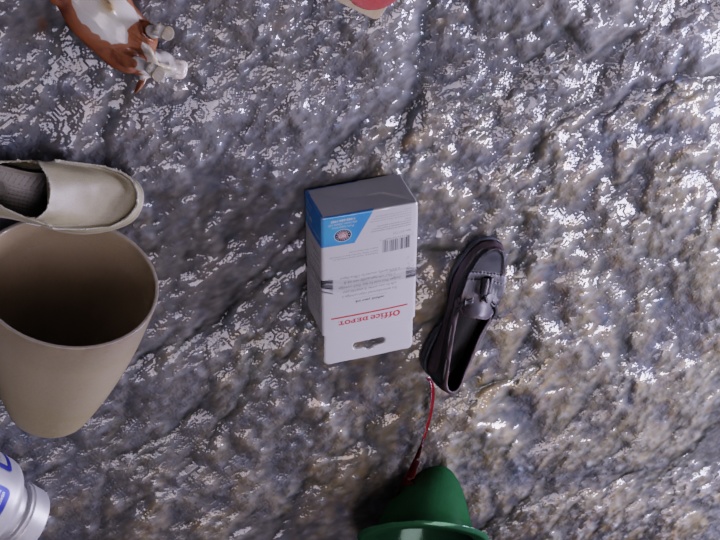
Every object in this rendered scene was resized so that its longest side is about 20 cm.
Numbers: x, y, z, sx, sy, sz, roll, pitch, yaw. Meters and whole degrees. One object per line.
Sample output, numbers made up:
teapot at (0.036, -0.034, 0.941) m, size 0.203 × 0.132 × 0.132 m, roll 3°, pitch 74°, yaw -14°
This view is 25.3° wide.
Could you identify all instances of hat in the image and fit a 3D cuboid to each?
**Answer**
hat at (0.088, 0.263, 2.076) m, size 0.165 × 0.177 × 0.200 m, roll 17°, pitch 152°, yaw -33°

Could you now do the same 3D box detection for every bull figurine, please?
bull figurine at (-0.235, -0.238, 1.547) m, size 0.200 × 0.121 × 0.065 m, roll 42°, pitch 77°, yaw -32°

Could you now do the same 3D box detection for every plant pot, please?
plant pot at (-0.320, 0.080, 1.697) m, size 0.186 × 0.188 × 0.201 m, roll -2°, pitch 136°, yaw -21°

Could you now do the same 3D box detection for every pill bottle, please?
pill bottle at (-0.446, 0.241, 1.781) m, size 0.112 × 0.112 × 0.200 m, roll -44°, pitch 127°, yaw 10°

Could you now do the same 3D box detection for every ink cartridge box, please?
ink cartridge box at (0.000, 0.000, 1.828) m, size 0.115 × 0.068 × 0.201 m, roll -10°, pitch 125°, yaw -16°

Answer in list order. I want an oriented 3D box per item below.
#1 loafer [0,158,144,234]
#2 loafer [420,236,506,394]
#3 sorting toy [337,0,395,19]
loafer at (-0.314, -0.076, 1.634) m, size 0.199 × 0.068 × 0.076 m, roll 2°, pitch 92°, yaw -23°
loafer at (0.134, 0.057, 1.924) m, size 0.071 × 0.063 × 0.201 m, roll 7°, pitch 119°, yaw -26°
sorting toy at (-0.002, -0.361, 1.582) m, size 0.198 × 0.070 × 0.201 m, roll 21°, pitch 112°, yaw -32°
